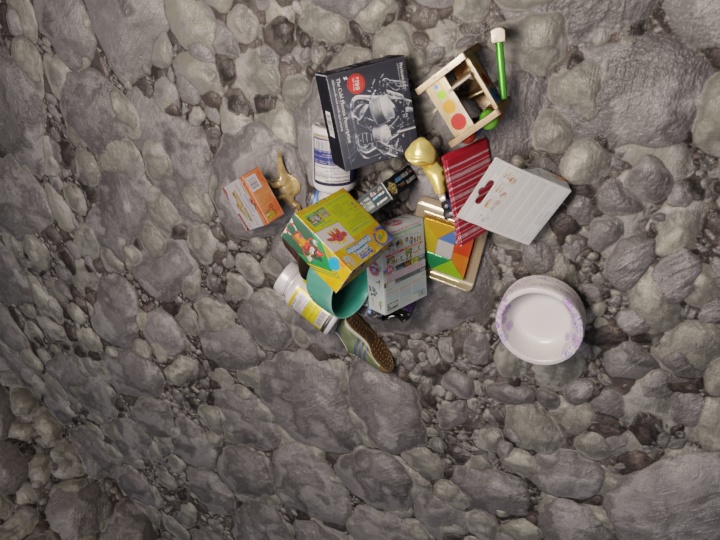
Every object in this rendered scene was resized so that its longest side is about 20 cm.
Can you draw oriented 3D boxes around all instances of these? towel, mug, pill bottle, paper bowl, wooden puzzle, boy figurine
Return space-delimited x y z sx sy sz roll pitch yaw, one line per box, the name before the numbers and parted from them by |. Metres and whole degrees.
towel | 0.244 -0.174 1.298 0.022 0.143 0.204 15 126 51
mug | -0.054 0.007 1.425 0.113 0.150 0.189 27 105 35
pill bottle | -0.136 0.073 1.630 0.199 0.114 0.115 38 126 4
paper bowl | 0.420 0.107 1.371 0.196 0.104 0.205 12 121 20
wooden puzzle | 0.206 -0.060 1.433 0.181 0.037 0.204 20 123 17
boy figurine | 0.167 -0.203 1.301 0.063 0.126 0.200 -26 131 21
pill bottle | -0.063 -0.254 1.423 0.109 0.111 0.204 13 121 20

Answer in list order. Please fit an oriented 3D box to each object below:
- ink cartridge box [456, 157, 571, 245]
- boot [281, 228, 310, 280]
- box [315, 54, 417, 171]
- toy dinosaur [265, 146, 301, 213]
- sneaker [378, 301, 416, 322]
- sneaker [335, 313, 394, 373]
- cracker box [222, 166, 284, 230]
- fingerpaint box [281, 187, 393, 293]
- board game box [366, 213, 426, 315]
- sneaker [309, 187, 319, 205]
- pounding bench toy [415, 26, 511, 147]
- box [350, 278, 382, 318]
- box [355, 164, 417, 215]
ink cartridge box | 0.323 -0.153 1.266 0.196 0.051 0.164 19 127 -17
boot | -0.161 -0.058 1.529 0.202 0.063 0.188 57 169 34
box | 0.016 -0.344 1.283 0.178 0.104 0.204 -18 114 -13
toy dinosaur | -0.209 -0.230 1.556 0.099 0.059 0.204 -9 119 14
sneaker | 0.046 0.082 1.545 0.195 0.089 0.076 8 147 24
sneaker | 0.006 0.214 1.669 0.201 0.067 0.089 50 134 -4
cracker box | -0.285 -0.183 1.551 0.136 0.057 0.199 61 156 -12
fingerpaint box | -0.045 -0.069 1.255 0.167 0.200 0.074 44 126 5
board game box | 0.086 -0.016 1.419 0.064 0.146 0.205 20 122 45
sneaker | -0.089 -0.119 1.540 0.076 0.066 0.205 4 119 14
pounding bench toy | 0.244 -0.369 1.196 0.198 0.124 0.157 -30 100 35
box | 0.000 0.000 1.508 0.155 0.049 0.205 20 107 33
box | 0.026 -0.161 1.395 0.198 0.159 0.046 -33 95 35
